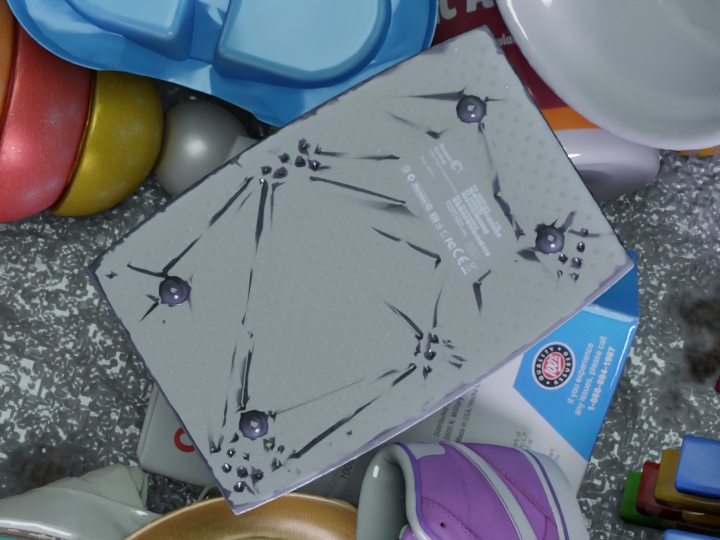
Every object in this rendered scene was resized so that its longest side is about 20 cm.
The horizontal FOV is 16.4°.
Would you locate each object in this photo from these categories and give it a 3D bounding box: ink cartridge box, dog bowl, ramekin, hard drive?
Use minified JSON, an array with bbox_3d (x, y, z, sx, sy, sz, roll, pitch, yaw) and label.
[{"bbox_3d":[0.012,0.040,1.145,0.199,0.084,0.147,17,115,-1],"label":"ink cartridge box"},{"bbox_3d":[-0.062,-0.128,1.117,0.199,0.050,0.112,17,88,4],"label":"dog bowl"},{"bbox_3d":[0.153,-0.160,1.076,0.097,0.200,0.201,-18,78,-43],"label":"ramekin"},{"bbox_3d":[0.000,0.000,1.055,0.199,0.042,0.135,-32,86,-8],"label":"hard drive"}]

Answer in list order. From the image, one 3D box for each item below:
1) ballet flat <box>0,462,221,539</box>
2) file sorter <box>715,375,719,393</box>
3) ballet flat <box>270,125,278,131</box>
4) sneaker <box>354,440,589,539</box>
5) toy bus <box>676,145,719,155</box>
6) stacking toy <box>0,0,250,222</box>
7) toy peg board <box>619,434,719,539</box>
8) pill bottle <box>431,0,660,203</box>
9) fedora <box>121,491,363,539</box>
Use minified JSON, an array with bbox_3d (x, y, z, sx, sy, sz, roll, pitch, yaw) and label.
[{"bbox_3d":[-0.088,0.123,1.116,0.199,0.069,0.070,16,77,-11],"label":"ballet flat"},{"bbox_3d":[0.284,-0.010,1.190,0.138,0.125,0.201,26,77,0],"label":"file sorter"},{"bbox_3d":[-0.013,-0.078,1.208,0.066,0.067,0.201,-25,81,-8],"label":"ballet flat"},{"bbox_3d":[0.056,0.155,1.023,0.114,0.073,0.201,14,37,-41],"label":"sneaker"},{"bbox_3d":[0.162,-0.155,1.233,0.065,0.078,0.201,-9,79,-8],"label":"toy bus"},{"bbox_3d":[-0.145,-0.073,1.184,0.199,0.146,0.147,11,77,-22],"label":"stacking toy"},{"bbox_3d":[0.147,0.165,1.115,0.097,0.199,0.201,9,77,13],"label":"toy peg board"},{"bbox_3d":[0.076,-0.135,1.203,0.113,0.114,0.202,-6,78,-6],"label":"pill bottle"},{"bbox_3d":[-0.044,0.196,1.058,0.199,0.082,0.202,-2,106,-8],"label":"fedora"}]
